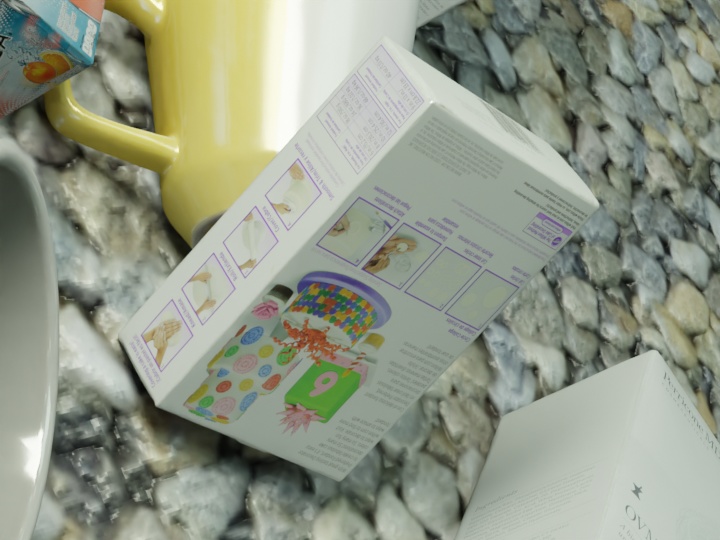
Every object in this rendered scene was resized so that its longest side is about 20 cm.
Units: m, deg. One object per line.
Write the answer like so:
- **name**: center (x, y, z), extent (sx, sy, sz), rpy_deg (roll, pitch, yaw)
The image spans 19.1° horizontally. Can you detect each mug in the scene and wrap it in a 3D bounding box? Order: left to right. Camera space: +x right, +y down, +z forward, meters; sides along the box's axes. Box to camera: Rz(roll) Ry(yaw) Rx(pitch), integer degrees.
- **mug**: center (-0.062, -0.080, 1.115), extent (0.150, 0.185, 0.154), rpy_deg (78, 11, -63)

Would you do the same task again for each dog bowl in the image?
- **dog bowl**: center (-0.162, 0.038, 0.803), extent (0.200, 0.058, 0.201), rpy_deg (1, 90, -83)

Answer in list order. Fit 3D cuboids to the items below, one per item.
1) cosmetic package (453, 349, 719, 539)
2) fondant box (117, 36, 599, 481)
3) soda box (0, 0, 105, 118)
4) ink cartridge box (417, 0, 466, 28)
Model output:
- **cosmetic package**: center (0.159, 0.192, 1.231), extent (0.200, 0.123, 0.200), rpy_deg (54, 29, -16)
- **fondant box**: center (0.000, 0.000, 1.044), extent (0.144, 0.200, 0.058), rpy_deg (28, 19, -47)
- **soda box**: center (-0.162, -0.173, 1.055), extent (0.064, 0.068, 0.201), rpy_deg (40, 37, -35)
- **ink cartridge box**: center (0.052, -0.242, 1.327), extent (0.043, 0.199, 0.197), rpy_deg (40, 36, -36)
